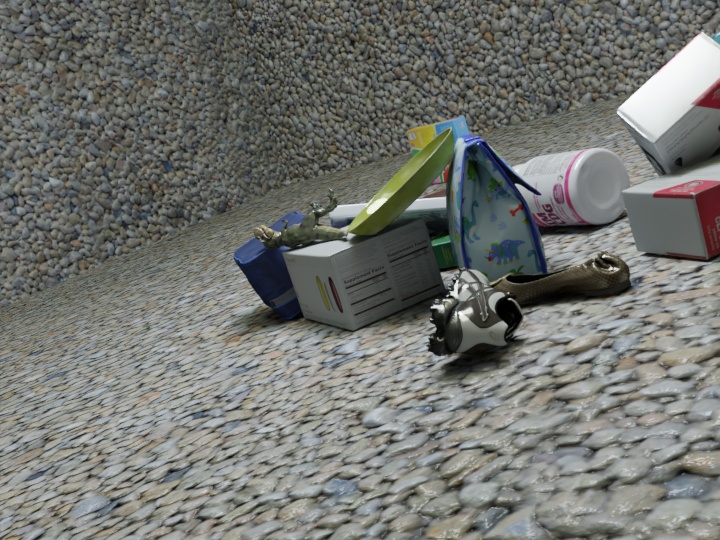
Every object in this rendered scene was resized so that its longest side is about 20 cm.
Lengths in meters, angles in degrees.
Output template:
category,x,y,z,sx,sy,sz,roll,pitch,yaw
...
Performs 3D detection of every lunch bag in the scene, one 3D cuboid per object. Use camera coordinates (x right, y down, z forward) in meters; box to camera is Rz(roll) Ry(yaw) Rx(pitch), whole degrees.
category,x,y,z,sx,sy,sz,roll,pitch,yaw
lunch bag,-0.114,-0.003,1.655,0.135,0.133,0.200,-35,13,-5
lunch bag,0.171,-0.083,1.363,0.127,0.201,0.170,-18,9,3

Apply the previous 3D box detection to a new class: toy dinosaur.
category,x,y,z,sx,sy,sz,roll,pitch,yaw
toy dinosaur,-0.069,-0.070,1.503,0.199,0.047,0.088,-4,48,44

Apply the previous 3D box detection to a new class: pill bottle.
category,x,y,z,sx,sy,sz,roll,pitch,yaw
pill bottle,0.311,-0.125,1.589,0.113,0.114,0.200,-23,11,-25

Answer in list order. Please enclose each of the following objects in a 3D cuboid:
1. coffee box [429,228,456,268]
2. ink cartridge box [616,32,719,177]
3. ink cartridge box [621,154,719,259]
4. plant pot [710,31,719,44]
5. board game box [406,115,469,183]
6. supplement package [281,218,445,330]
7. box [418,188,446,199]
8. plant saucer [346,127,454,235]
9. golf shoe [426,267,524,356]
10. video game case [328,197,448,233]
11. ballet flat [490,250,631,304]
category,x,y,z,sx,sy,sz,roll,pitch,yaw
coffee box,0.098,-0.027,1.641,0.199,0.044,0.123,-13,10,31
ink cartridge box,0.442,-0.186,1.332,0.145,0.200,0.084,-44,48,9
ink cartridge box,0.445,-0.089,1.237,0.199,0.084,0.145,-21,11,-16
plant pot,0.607,-0.261,1.611,0.199,0.201,0.188,-12,26,31
board game box,0.213,-0.305,2.625,0.040,0.154,0.199,-26,12,-31
supplement package,0.000,0.000,1.482,0.155,0.112,0.200,-22,10,-21
box,0.128,-0.097,1.892,0.199,0.075,0.100,-20,10,-22
plant saucer,0.062,-0.113,1.392,0.200,0.031,0.200,-44,8,7
golf shoe,0.136,0.050,1.128,0.094,0.078,0.200,3,18,15
video game case,0.052,-0.076,1.663,0.198,0.023,0.182,-5,-14,1
ballet flat,0.226,0.009,1.211,0.199,0.047,0.067,-9,13,44
